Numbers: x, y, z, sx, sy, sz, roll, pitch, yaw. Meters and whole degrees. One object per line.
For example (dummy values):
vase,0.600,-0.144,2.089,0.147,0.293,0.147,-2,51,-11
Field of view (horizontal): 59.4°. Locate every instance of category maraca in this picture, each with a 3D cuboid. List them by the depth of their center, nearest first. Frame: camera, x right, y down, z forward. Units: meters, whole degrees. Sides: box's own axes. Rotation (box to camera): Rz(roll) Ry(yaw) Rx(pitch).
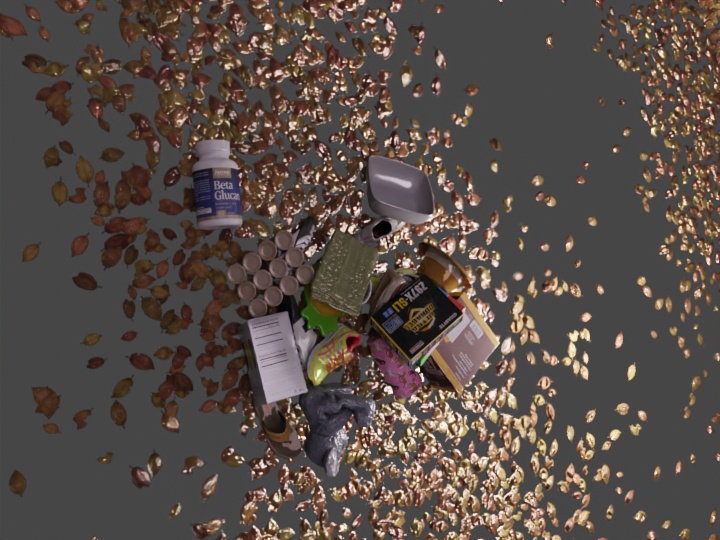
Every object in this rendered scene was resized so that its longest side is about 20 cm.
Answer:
maraca,-0.090,0.070,1.638,0.135,0.107,0.204,25,59,-20

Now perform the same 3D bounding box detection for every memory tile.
memory tile,-0.225,0.008,1.581,0.198,0.017,0.155,-34,95,2

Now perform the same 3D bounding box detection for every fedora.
fedora,0.221,0.007,1.772,0.082,0.200,0.201,-47,108,-8

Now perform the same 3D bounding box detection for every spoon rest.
spoon rest,0.000,0.000,1.700,0.059,0.099,0.205,0,80,-3

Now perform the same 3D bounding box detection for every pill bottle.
pill bottle,-0.348,-0.206,1.525,0.109,0.110,0.205,-6,90,-27

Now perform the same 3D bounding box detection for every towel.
towel,-0.040,0.005,1.603,0.146,0.036,0.203,26,65,-13

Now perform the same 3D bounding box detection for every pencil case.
pencil case,0.095,0.256,1.751,0.203,0.085,0.083,63,34,-11

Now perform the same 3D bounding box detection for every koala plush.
koala plush,-0.086,0.403,1.600,0.181,0.176,0.205,9,94,-33

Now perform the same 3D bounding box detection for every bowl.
bowl,0.100,-0.213,1.742,0.196,0.075,0.203,13,47,-18

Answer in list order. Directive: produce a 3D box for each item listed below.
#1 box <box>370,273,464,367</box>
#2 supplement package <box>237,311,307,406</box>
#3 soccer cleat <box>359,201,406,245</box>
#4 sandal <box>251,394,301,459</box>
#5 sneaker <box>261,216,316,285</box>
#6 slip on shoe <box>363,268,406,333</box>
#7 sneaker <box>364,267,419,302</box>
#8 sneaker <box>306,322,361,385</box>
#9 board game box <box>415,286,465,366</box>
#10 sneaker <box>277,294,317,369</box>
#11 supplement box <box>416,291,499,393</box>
box,0.146,0.127,1.646,0.199,0.050,0.160,-36,65,-18
supplement package,-0.220,0.217,1.554,0.107,0.113,0.205,-11,82,-27
soccer cleat,0.083,-0.133,1.762,0.198,0.085,0.070,-34,102,-25
sandal,-0.211,0.391,1.596,0.079,0.054,0.203,-29,100,-26
sneaker,-0.188,-0.069,1.627,0.090,0.066,0.202,38,73,-23
slip on shoe,0.054,0.083,1.702,0.061,0.202,0.075,44,41,22
sneaker,0.078,0.035,1.755,0.197,0.076,0.077,-21,99,-24
sneaker,-0.066,0.219,1.631,0.201,0.089,0.079,-54,144,-35
board game box,0.164,0.132,1.694,0.152,0.041,0.200,36,66,19
sneaker,-0.158,0.154,1.635,0.087,0.073,0.205,-14,98,-39
supplement box,0.252,0.203,1.806,0.200,0.132,0.199,-44,107,-22
